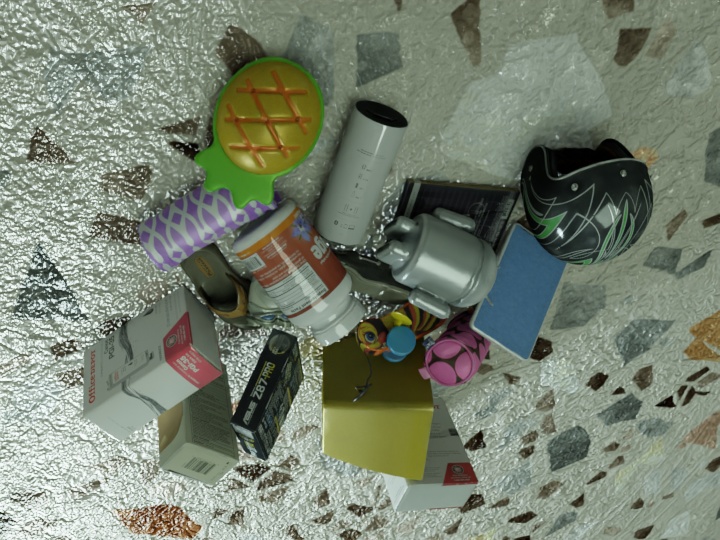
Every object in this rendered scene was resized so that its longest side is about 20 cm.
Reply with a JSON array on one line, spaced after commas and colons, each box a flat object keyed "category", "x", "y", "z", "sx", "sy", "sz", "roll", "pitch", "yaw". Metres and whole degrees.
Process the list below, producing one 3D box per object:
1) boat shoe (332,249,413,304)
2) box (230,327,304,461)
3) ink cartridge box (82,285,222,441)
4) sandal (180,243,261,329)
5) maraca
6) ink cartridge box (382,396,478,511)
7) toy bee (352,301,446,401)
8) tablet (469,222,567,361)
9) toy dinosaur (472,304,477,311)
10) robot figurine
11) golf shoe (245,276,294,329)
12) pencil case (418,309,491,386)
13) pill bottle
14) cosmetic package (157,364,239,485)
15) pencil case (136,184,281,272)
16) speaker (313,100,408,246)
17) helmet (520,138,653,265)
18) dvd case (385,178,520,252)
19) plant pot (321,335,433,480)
[{"category": "boat shoe", "x": 0.000, "y": 0.000, "z": 1.239, "sx": 0.199, "sy": 0.057, "sz": 0.067, "roll": 22, "pitch": 145, "yaw": -28}, {"category": "box", "x": -0.144, "y": 0.202, "z": 1.231, "sx": 0.049, "sy": 0.162, "sz": 0.200, "roll": 21, "pitch": 157, "yaw": 9}, {"category": "ink cartridge box", "x": -0.317, "y": 0.140, "z": 1.165, "sx": 0.200, "sy": 0.147, "sz": 0.083, "roll": -33, "pitch": 130, "yaw": 7}, {"category": "sandal", "x": -0.205, "y": 0.033, "z": 1.181, "sx": 0.081, "sy": 0.055, "sz": 0.200, "roll": -28, "pitch": 131, "yaw": 3}, {"category": "maraca", "x": -0.129, "y": -0.177, "z": 0.997, "sx": 0.137, "sy": 0.107, "sz": 0.200, "roll": 31, "pitch": 99, "yaw": -7}, {"category": "ink cartridge box", "x": 0.111, "y": 0.340, "z": 1.446, "sx": 0.146, "sy": 0.200, "sz": 0.083, "roll": 4, "pitch": 129, "yaw": -22}, {"category": "toy bee", "x": 0.039, "y": 0.097, "z": 1.235, "sx": 0.200, "sy": 0.109, "sz": 0.131, "roll": -35, "pitch": 171, "yaw": -41}, {"category": "tablet", "x": 0.265, "y": 0.036, "z": 1.284, "sx": 0.130, "sy": 0.014, "sz": 0.201, "roll": 32, "pitch": 74, "yaw": -19}, {"category": "toy dinosaur", "x": 0.257, "y": 0.023, "z": 1.328, "sx": 0.200, "sy": 0.077, "sz": 0.102, "roll": -38, "pitch": 137, "yaw": 15}, {"category": "robot figurine", "x": 0.127, "y": -0.014, "z": 1.188, "sx": 0.199, "sy": 0.113, "sz": 0.170, "roll": 24, "pitch": 75, "yaw": -15}, {"category": "golf shoe", "x": -0.087, "y": 0.037, "z": 1.216, "sx": 0.199, "sy": 0.078, "sz": 0.098, "roll": -2, "pitch": 92, "yaw": -43}, {"category": "pencil case", "x": 0.163, "y": 0.126, "z": 1.288, "sx": 0.094, "sy": 0.200, "sz": 0.091, "roll": -36, "pitch": 86, "yaw": 22}, {"category": "pill bottle", "x": -0.085, "y": 0.007, "z": 1.121, "sx": 0.112, "sy": 0.112, "sz": 0.200, "roll": -35, "pitch": 105, "yaw": 9}, {"category": "cosmetic package", "x": -0.261, "y": 0.226, "z": 1.219, "sx": 0.105, "sy": 0.200, "sz": 0.071, "roll": 32, "pitch": 115, "yaw": -35}, {"category": "pencil case", "x": -0.212, "y": -0.072, "z": 1.076, "sx": 0.199, "sy": 0.084, "sz": 0.086, "roll": -30, "pitch": 143, "yaw": 4}, {"category": "speaker", "x": -0.002, "y": -0.138, "z": 1.102, "sx": 0.081, "sy": 0.081, "sz": 0.201, "roll": 6, "pitch": 124, "yaw": -24}, {"category": "helmet", "x": 0.348, "y": -0.104, "z": 1.180, "sx": 0.199, "sy": 0.191, "sz": 0.201, "roll": -10, "pitch": 131, "yaw": -12}, {"category": "dvd case", "x": 0.145, "y": -0.075, "z": 1.248, "sx": 0.199, "sy": 0.016, "sz": 0.149, "roll": 2, "pitch": 127, "yaw": -22}, {"category": "plant pot", "x": 0.020, "y": 0.223, "z": 1.332, "sx": 0.175, "sy": 0.200, "sz": 0.201, "roll": 1, "pitch": 130, "yaw": -4}]
